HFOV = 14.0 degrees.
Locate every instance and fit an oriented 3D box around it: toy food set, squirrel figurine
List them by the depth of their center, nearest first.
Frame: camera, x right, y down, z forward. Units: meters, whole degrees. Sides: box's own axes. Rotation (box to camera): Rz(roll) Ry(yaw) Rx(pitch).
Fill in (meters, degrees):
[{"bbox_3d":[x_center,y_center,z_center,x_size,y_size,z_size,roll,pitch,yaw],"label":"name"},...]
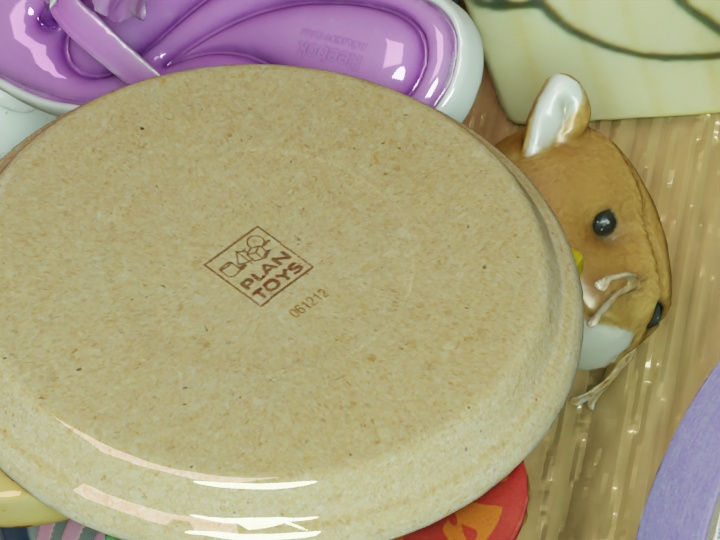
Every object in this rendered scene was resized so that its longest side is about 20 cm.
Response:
[{"bbox_3d":[-0.030,0.016,0.861,0.198,0.049,0.200,22,49,17],"label":"toy food set"},{"bbox_3d":[0.000,0.000,0.987,0.187,0.142,0.200,-37,55,-17],"label":"squirrel figurine"}]

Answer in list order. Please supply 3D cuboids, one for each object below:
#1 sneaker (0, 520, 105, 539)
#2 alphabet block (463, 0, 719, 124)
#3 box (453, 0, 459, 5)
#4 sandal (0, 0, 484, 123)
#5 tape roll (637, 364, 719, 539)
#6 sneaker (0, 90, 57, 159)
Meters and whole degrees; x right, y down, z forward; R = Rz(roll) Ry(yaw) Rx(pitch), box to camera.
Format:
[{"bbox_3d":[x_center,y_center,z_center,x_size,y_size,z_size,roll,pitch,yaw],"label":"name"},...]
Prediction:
[{"bbox_3d":[-0.059,0.089,0.917,0.200,0.070,0.082,52,124,51],"label":"sneaker"},{"bbox_3d":[0.127,-0.190,1.036,0.195,0.200,0.197,-2,55,18],"label":"alphabet block"},{"bbox_3d":[0.018,-0.186,1.121,0.048,0.117,0.200,-1,55,6],"label":"box"},{"bbox_3d":[-0.054,-0.088,0.968,0.202,0.050,0.083,10,78,27],"label":"sandal"},{"bbox_3d":[0.168,0.086,0.840,0.200,0.066,0.200,-35,40,37],"label":"tape roll"},{"bbox_3d":[-0.097,-0.105,1.063,0.200,0.099,0.078,-37,87,-5],"label":"sneaker"}]
